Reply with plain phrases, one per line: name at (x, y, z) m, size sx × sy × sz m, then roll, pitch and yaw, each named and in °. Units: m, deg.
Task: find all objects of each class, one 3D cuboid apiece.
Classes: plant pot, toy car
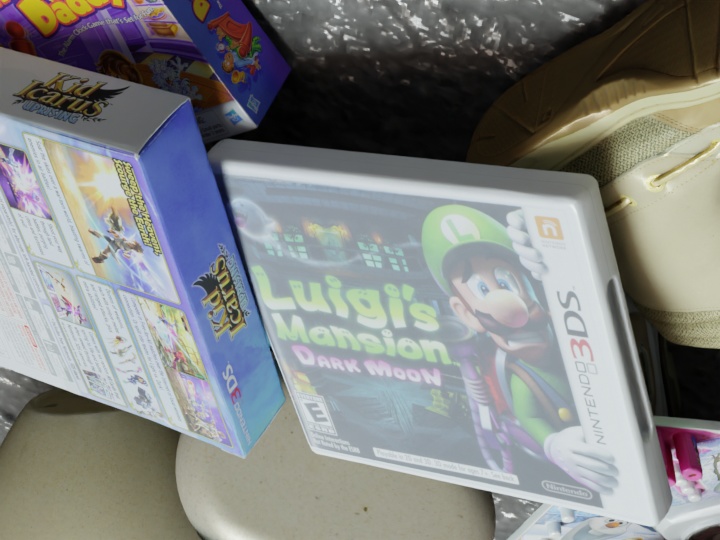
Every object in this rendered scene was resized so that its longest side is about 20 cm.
plant pot at (-0.147, 0.140, 1.100) m, size 0.198 × 0.200 × 0.136 m, roll 0°, pitch 101°, yaw 29°
toy car at (-0.012, 0.128, 1.038) m, size 0.175 × 0.186 × 0.200 m, roll 21°, pitch 172°, yaw 5°

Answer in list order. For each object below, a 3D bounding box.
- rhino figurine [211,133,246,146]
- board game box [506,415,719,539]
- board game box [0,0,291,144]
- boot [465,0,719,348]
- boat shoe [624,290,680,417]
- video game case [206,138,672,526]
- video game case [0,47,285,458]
rhino figurine at (0.000, 0.000, 0.903) m, size 0.199 × 0.060 × 0.088 m, roll 31°, pitch 145°, yaw 15°
board game box at (0.186, 0.137, 0.944) m, size 0.198 × 0.026 × 0.200 m, roll 7°, pitch 148°, yaw -18°
board game box at (-0.150, -0.110, 0.883) m, size 0.199 × 0.045 × 0.135 m, roll -13°, pitch 126°, yaw 38°
boot at (0.163, -0.043, 0.771) m, size 0.199 × 0.073 × 0.155 m, roll -27°, pitch 124°, yaw 39°
boat shoe at (0.112, 0.038, 0.899) m, size 0.074 × 0.069 × 0.201 m, roll -1°, pitch 136°, yaw 31°
video game case at (0.034, 0.028, 0.833) m, size 0.198 × 0.023 × 0.183 m, roll 9°, pitch 131°, yaw 35°
video game case at (-0.138, -0.014, 0.887) m, size 0.180 × 0.046 × 0.201 m, roll 18°, pitch 142°, yaw 30°
